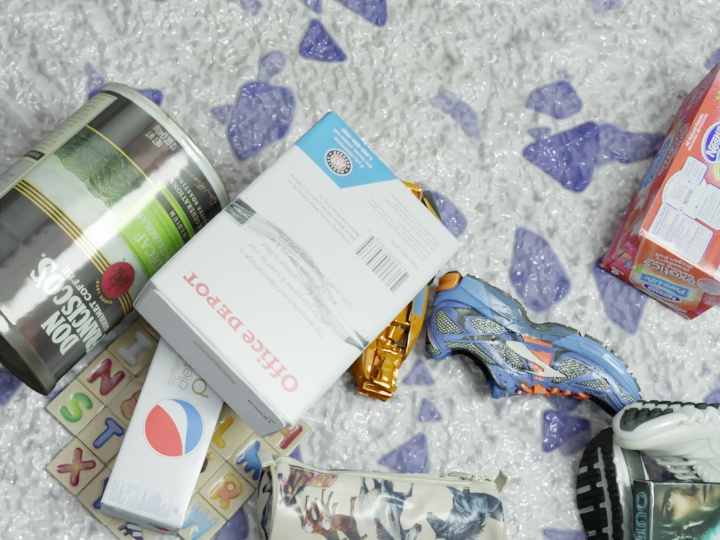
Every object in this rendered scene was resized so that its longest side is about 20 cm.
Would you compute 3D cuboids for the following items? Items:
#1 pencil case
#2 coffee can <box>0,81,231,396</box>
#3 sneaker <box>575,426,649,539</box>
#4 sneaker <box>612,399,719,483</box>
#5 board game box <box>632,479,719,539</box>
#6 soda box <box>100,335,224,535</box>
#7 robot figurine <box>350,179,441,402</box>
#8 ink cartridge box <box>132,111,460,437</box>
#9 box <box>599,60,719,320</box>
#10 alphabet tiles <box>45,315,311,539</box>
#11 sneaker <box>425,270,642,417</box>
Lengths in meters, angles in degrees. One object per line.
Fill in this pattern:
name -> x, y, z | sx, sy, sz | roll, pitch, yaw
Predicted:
pencil case -> 0.014, 0.188, 0.952 | 0.199, 0.078, 0.090 | 7, 94, -8
coffee can -> -0.219, -0.026, 0.941 | 0.146, 0.146, 0.200 | 43, 70, 4
sneaker -> 0.232, 0.223, 0.993 | 0.080, 0.074, 0.200 | -10, 83, -18
sneaker -> 0.277, 0.145, 0.990 | 0.200, 0.075, 0.081 | 9, 84, -40
board game box -> 0.267, 0.263, 0.943 | 0.135, 0.028, 0.201 | 6, 83, -22
soda box -> -0.138, 0.098, 0.952 | 0.064, 0.068, 0.200 | 20, 70, -5
robot figurine -> 0.000, 0.000, 1.021 | 0.145, 0.058, 0.200 | 15, 71, -9
ink cartridge box -> -0.048, 0.004, 0.922 | 0.145, 0.084, 0.200 | 46, 66, -3
box -> 0.306, -0.071, 1.081 | 0.100, 0.095, 0.200 | 30, 70, -1
alphabet tiles -> -0.144, 0.119, 0.984 | 0.166, 0.006, 0.200 | 42, 70, 5
sneaker -> 0.141, 0.079, 1.023 | 0.200, 0.075, 0.079 | 27, 79, 7
